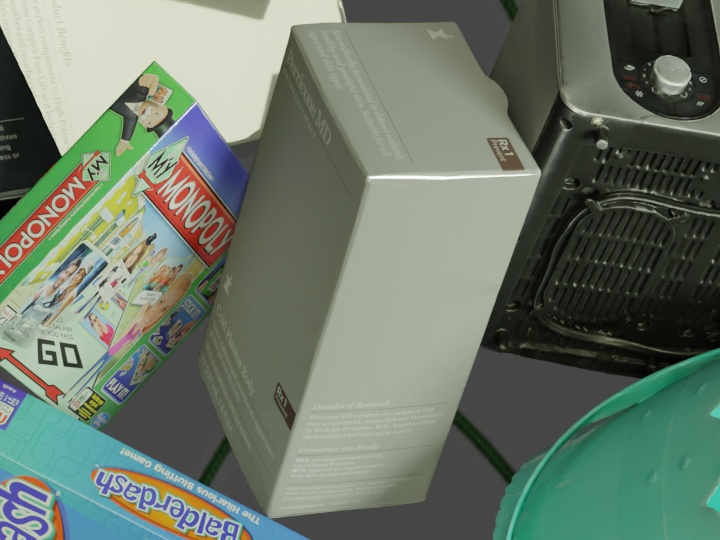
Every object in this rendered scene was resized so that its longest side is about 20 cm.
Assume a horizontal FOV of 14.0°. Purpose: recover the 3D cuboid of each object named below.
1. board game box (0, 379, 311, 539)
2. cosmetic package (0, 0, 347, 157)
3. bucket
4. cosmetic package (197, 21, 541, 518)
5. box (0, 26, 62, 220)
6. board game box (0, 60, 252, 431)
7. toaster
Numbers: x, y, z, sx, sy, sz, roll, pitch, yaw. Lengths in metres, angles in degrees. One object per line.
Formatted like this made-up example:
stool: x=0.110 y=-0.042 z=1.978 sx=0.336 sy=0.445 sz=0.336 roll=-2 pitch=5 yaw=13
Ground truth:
board game box: x=-0.105 y=0.152 z=1.298 sx=0.200 sy=0.045 sz=0.152 roll=27 pitch=129 yaw=-1
cosmetic package: x=-0.106 y=-0.092 z=1.339 sx=0.200 sy=0.074 sz=0.102 roll=-11 pitch=88 yaw=-6
bucket: x=0.160 y=0.138 z=1.255 sx=0.135 sy=0.207 sz=0.207 roll=-25 pitch=89 yaw=35
cosmetic package: x=0.000 y=0.000 z=1.266 sx=0.090 sy=0.107 sz=0.200 roll=-5 pitch=132 yaw=-22
box: x=-0.235 y=-0.078 z=1.257 sx=0.107 sy=0.148 sz=0.200 roll=-12 pitch=68 yaw=-42
board game box: x=-0.104 y=-0.004 z=1.271 sx=0.029 sy=0.200 sz=0.135 roll=43 pitch=86 yaw=17
toaster: x=0.145 y=-0.036 z=1.283 sx=0.181 sy=0.200 sz=0.119 roll=9 pitch=51 yaw=-10
